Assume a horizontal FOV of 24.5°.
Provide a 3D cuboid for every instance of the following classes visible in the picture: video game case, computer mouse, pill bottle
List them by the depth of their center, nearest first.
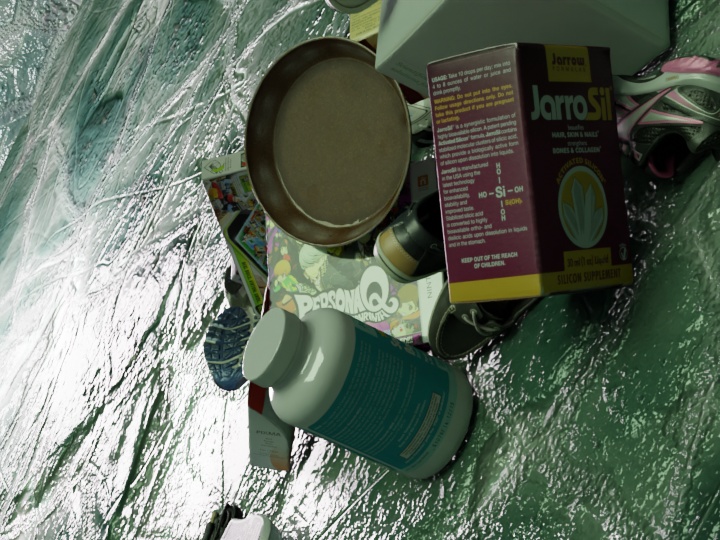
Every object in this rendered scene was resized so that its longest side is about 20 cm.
[{"bbox_3d":[-0.005,0.104,1.488,0.111,0.199,0.111,-43,32,36],"label":"pill bottle"},{"bbox_3d":[0.000,0.000,1.613,0.199,0.036,0.183,-12,71,28],"label":"video game case"},{"bbox_3d":[-0.124,0.297,1.728,0.200,0.044,0.110,-17,47,65],"label":"computer mouse"}]

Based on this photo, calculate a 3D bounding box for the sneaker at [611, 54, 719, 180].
[{"bbox_3d":[0.238,-0.116,1.376,0.200,0.080,0.087,164,117,-65],"label":"sneaker"}]

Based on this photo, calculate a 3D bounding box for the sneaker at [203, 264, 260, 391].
[{"bbox_3d":[-0.124,0.076,1.889,0.076,0.086,0.201,-3,37,13],"label":"sneaker"}]

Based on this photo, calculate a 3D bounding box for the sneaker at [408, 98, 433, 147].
[{"bbox_3d":[0.086,-0.170,1.741,0.199,0.071,0.073,-10,84,56],"label":"sneaker"}]

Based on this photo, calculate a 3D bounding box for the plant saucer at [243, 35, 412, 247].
[{"bbox_3d":[-0.026,-0.123,1.598,0.199,0.034,0.202,1,93,36],"label":"plant saucer"}]

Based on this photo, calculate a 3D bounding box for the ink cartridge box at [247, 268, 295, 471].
[{"bbox_3d":[-0.082,0.091,1.723,0.201,0.050,0.163,99,179,-57],"label":"ink cartridge box"}]

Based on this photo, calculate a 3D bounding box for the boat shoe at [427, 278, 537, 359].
[{"bbox_3d":[0.129,0.010,1.476,0.200,0.067,0.057,-51,23,19],"label":"boat shoe"}]

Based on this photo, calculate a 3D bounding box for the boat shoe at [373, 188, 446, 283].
[{"bbox_3d":[0.086,-0.043,1.510,0.062,0.075,0.200,-47,-13,34],"label":"boat shoe"}]

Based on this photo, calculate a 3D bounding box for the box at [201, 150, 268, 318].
[{"bbox_3d":[-0.088,-0.043,1.762,0.109,0.201,0.035,-13,40,7],"label":"box"}]

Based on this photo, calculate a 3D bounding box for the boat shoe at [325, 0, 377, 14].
[{"bbox_3d":[0.014,-0.324,1.539,0.062,0.075,0.201,-1,65,64],"label":"boat shoe"}]

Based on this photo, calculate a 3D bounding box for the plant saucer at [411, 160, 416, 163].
[{"bbox_3d":[0.029,-0.009,1.640,0.199,0.037,0.202,-8,73,29],"label":"plant saucer"}]

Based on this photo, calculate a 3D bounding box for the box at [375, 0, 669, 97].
[{"bbox_3d":[0.150,-0.256,1.529,0.200,0.198,0.172,-40,34,44],"label":"box"}]

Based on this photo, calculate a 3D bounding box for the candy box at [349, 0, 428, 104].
[{"bbox_3d":[0.041,-0.282,1.663,0.055,0.115,0.201,-19,53,27],"label":"candy box"}]

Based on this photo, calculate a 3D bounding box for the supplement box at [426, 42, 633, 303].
[{"bbox_3d":[0.140,-0.078,1.356,0.103,0.130,0.202,-7,90,45],"label":"supplement box"}]

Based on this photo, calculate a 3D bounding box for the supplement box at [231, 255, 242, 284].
[{"bbox_3d":[-0.046,-0.050,1.822,0.200,0.108,0.061,-49,27,30],"label":"supplement box"}]
